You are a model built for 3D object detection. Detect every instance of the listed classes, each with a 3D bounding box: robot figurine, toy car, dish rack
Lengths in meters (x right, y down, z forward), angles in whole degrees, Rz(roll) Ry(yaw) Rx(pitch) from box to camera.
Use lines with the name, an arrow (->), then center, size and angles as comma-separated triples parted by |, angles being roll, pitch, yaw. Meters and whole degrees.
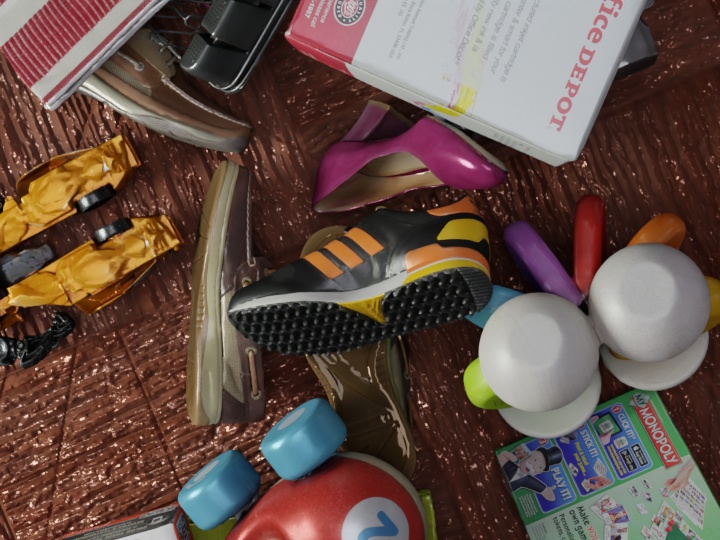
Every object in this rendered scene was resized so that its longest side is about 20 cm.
robot figurine -> -0.244, -0.013, 1.192 | 0.199, 0.058, 0.146 | -28, 90, 3
toy car -> 0.157, 0.024, 1.125 | 0.199, 0.175, 0.151 | -24, 72, 4
dish rack -> -0.127, -0.246, 1.142 | 0.200, 0.054, 0.154 | 46, 114, 32
toy car -> -0.052, 0.230, 1.087 | 0.177, 0.200, 0.185 | -33, 99, 31

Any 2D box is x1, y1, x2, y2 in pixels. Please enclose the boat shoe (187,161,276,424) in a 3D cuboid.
boat shoe -> -0.089, 0.019, 1.179 | 0.072, 0.072, 0.201 | 4, 92, -13

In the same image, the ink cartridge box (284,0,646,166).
ink cartridge box -> 0.075, -0.171, 1.010 | 0.199, 0.145, 0.146 | 25, 94, 2

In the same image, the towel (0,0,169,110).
towel -> -0.226, -0.228, 1.154 | 0.144, 0.023, 0.200 | -43, 60, 8

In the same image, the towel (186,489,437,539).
towel -> -0.038, 0.224, 1.210 | 0.199, 0.018, 0.087 | -7, 91, 3

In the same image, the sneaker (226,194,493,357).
sneaker -> 0.000, 0.000, 1.114 | 0.199, 0.070, 0.090 | -12, 51, 20

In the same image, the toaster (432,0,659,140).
toaster -> 0.103, -0.203, 1.140 | 0.199, 0.119, 0.182 | -22, 90, 3

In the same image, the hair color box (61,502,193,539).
hair color box -> -0.158, 0.291, 1.187 | 0.101, 0.061, 0.201 | -15, 98, 3

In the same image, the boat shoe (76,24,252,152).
boat shoe -> -0.169, -0.152, 1.178 | 0.199, 0.076, 0.072 | 26, 91, 0

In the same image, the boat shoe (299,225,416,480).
boat shoe -> 0.003, 0.064, 1.176 | 0.072, 0.072, 0.201 | -17, 91, 12

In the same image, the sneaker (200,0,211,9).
sneaker -> -0.050, -0.272, 1.155 | 0.200, 0.087, 0.074 | -39, 83, 6

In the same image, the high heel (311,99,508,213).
high heel -> 0.033, -0.062, 1.121 | 0.067, 0.200, 0.096 | 32, 88, -26

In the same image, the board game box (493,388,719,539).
board game box -> 0.188, 0.180, 1.121 | 0.134, 0.200, 0.029 | -23, 129, 3
